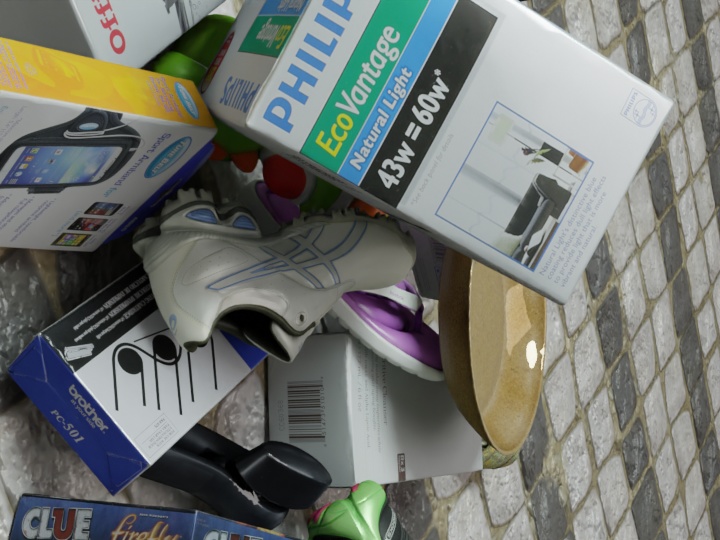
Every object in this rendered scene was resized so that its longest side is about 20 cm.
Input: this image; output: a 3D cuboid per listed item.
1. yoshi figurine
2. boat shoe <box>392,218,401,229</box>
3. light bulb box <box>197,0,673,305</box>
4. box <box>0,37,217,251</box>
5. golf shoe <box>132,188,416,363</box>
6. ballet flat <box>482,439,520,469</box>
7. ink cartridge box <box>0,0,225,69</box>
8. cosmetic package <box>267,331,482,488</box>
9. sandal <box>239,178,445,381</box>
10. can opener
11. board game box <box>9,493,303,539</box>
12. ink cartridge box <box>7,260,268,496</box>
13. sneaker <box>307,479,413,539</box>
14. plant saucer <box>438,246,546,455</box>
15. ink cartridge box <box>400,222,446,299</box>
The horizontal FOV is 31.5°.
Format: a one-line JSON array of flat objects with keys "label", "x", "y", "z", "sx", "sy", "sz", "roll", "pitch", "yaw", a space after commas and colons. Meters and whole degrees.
[{"label": "yoshi figurine", "x": -0.051, "y": -0.108, "z": 0.852, "sx": 0.198, "sy": 0.112, "sz": 0.113, "roll": 24, "pitch": 102, "yaw": -27}, {"label": "boat shoe", "x": -0.005, "y": -0.100, "z": 0.980, "sx": 0.201, "sy": 0.070, "sz": 0.092, "roll": 60, "pitch": 40, "yaw": -47}, {"label": "light bulb box", "x": 0.029, "y": -0.095, "z": 0.718, "sx": 0.198, "sy": 0.198, "sz": 0.126, "roll": 28, "pitch": 92, "yaw": -18}, {"label": "box", "x": -0.166, "y": -0.060, "z": 0.671, "sx": 0.199, "sy": 0.119, "sz": 0.042, "roll": 0, "pitch": 56, "yaw": -59}, {"label": "golf shoe", "x": -0.043, "y": 0.013, "z": 0.779, "sx": 0.198, "sy": 0.078, "sz": 0.099, "roll": 1, "pitch": 64, "yaw": -37}, {"label": "ballet flat", "x": 0.112, "y": 0.079, "z": 1.156, "sx": 0.070, "sy": 0.070, "sz": 0.204, "roll": 2, "pitch": 87, "yaw": -57}, {"label": "ink cartridge box", "x": -0.146, "y": -0.205, "z": 0.742, "sx": 0.200, "sy": 0.082, "sz": 0.147, "roll": -53, "pitch": 131, "yaw": -45}, {"label": "cosmetic package", "x": 0.016, "y": 0.105, "z": 0.982, "sx": 0.199, "sy": 0.080, "sz": 0.115, "roll": 3, "pitch": 83, "yaw": -56}, {"label": "sandal", "x": -0.001, "y": 0.003, "z": 0.900, "sx": 0.202, "sy": 0.050, "sz": 0.083, "roll": 40, "pitch": 22, "yaw": -11}, {"label": "can opener", "x": -0.107, "y": 0.116, "z": 0.808, "sx": 0.199, "sy": 0.064, "sz": 0.079, "roll": 31, "pitch": 105, "yaw": -39}, {"label": "board game box", "x": -0.090, "y": 0.172, "z": 0.761, "sx": 0.199, "sy": 0.134, "sz": 0.035, "roll": 32, "pitch": 61, "yaw": -53}, {"label": "ink cartridge box", "x": -0.112, "y": 0.039, "z": 0.772, "sx": 0.094, "sy": 0.044, "sz": 0.200, "roll": 49, "pitch": 36, "yaw": -2}, {"label": "sneaker", "x": 0.005, "y": 0.213, "z": 0.910, "sx": 0.084, "sy": 0.076, "sz": 0.200, "roll": 59, "pitch": -5, "yaw": 20}, {"label": "plant saucer", "x": 0.096, "y": 0.033, "z": 0.939, "sx": 0.200, "sy": 0.035, "sz": 0.204, "roll": -1, "pitch": 90, "yaw": -67}, {"label": "ink cartridge box", "x": 0.061, "y": -0.081, "z": 0.965, "sx": 0.095, "sy": 0.044, "sz": 0.202, "roll": -58, "pitch": 144, "yaw": -38}]
